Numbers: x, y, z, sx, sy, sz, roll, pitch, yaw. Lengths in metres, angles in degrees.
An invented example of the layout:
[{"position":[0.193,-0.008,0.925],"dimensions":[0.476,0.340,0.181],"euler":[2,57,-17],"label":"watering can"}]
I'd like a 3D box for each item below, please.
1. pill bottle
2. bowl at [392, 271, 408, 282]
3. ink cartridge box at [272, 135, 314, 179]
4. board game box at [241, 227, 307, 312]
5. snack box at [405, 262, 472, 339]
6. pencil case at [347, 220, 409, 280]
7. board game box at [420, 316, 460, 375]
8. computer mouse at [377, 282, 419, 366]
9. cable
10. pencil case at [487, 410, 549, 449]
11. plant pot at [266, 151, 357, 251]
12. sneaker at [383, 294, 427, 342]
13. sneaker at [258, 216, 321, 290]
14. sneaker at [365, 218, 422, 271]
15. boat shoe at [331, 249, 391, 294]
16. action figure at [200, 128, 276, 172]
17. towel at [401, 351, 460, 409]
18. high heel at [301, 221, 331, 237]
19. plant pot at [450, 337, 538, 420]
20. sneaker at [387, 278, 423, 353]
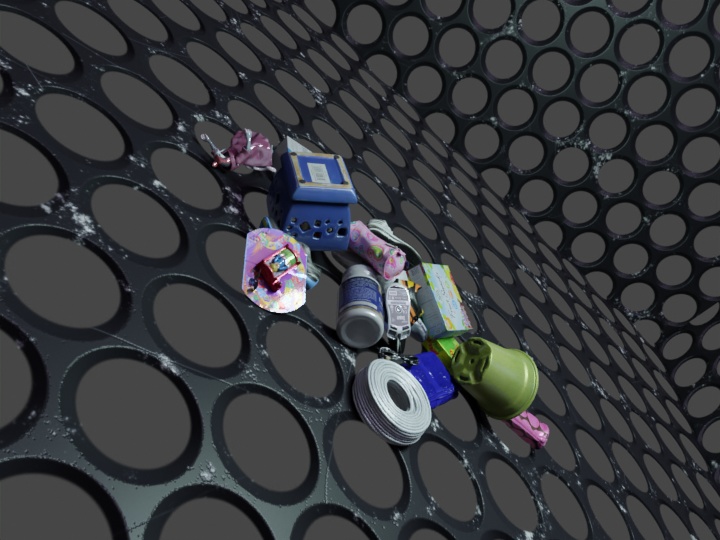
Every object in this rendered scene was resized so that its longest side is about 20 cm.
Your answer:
[{"position":[-0.002,0.082,1.531],"dimensions":[0.115,0.116,0.202],"euler":[34,30,-23],"label":"pill bottle"},{"position":[0.092,0.013,1.810],"dimensions":[0.198,0.075,0.202],"euler":[21,38,-42],"label":"bowl"},{"position":[-0.156,-0.279,1.826],"dimensions":[0.198,0.086,0.148],"euler":[31,31,-31],"label":"ink cartridge box"},{"position":[-0.180,-0.008,1.390],"dimensions":[0.156,0.039,0.204],"euler":[17,60,-30],"label":"board game box"},{"position":[0.223,0.086,1.760],"dimensions":[0.168,0.067,0.203],"euler":[6,59,-55],"label":"snack box"},{"position":[0.034,-0.056,1.624],"dimensions":[0.087,0.089,0.199],"euler":[12,19,-48],"label":"pencil case"},{"position":[0.218,0.197,1.776],"dimensions":[0.201,0.048,0.101],"euler":[51,27,8],"label":"board game box"},{"position":[0.090,0.133,1.541],"dimensions":[0.108,0.044,0.204],"euler":[5,74,-21],"label":"computer mouse"},{"position":[0.072,0.295,1.402],"dimensions":[0.200,0.069,0.200],"euler":[46,27,-3],"label":"cable"},{"position":[0.449,0.424,1.765],"dimensions":[0.199,0.091,0.094],"euler":[38,-9,-14],"label":"pencil case"},{"position":[-0.120,-0.182,1.573],"dimensions":[0.196,0.181,0.202],"euler":[2,45,-21],"label":"plant pot"},{"position":[0.091,0.133,1.677],"dimensions":[0.200,0.074,0.088],"euler":[45,50,1],"label":"sneaker"},{"position":[-0.169,-0.045,1.491],"dimensions":[0.200,0.071,0.083],"euler":[50,51,-6],"label":"sneaker"},{"position":[0.098,-0.086,1.790],"dimensions":[0.199,0.076,0.116],"euler":[34,31,-18],"label":"sneaker"},{"position":[0.000,0.000,1.675],"dimensions":[0.198,0.070,0.072],"euler":[25,32,22],"label":"boat shoe"},{"position":[-0.326,-0.298,1.631],"dimensions":[0.200,0.132,0.151],"euler":[-49,137,-51],"label":"action figure"},{"position":[0.173,0.277,1.600],"dimensions":[0.199,0.049,0.149],"euler":[-1,54,-56],"label":"towel"},{"position":[-0.095,-0.108,1.737],"dimensions":[0.198,0.068,0.096],"euler":[24,13,-38],"label":"high heel"},{"position":[0.342,0.274,1.666],"dimensions":[0.183,0.200,0.202],"euler":[32,29,-37],"label":"plant pot"},{"position":[0.124,0.122,1.617],"dimensions":[0.088,0.070,0.204],"euler":[8,71,-16],"label":"sneaker"}]
